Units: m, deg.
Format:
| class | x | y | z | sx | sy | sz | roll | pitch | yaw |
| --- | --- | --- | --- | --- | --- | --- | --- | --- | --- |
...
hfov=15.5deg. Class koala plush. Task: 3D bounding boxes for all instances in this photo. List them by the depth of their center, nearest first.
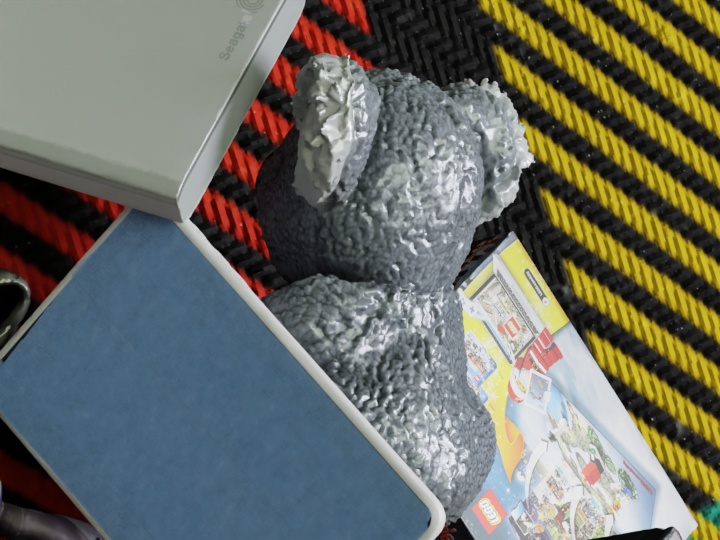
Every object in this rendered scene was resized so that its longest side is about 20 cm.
| class | x | y | z | sx | sy | sz | roll | pitch | yaw |
| --- | --- | --- | --- | --- | --- | --- | --- | --- | --- |
| koala plush | 0.000 | 0.000 | 1.211 | 0.177 | 0.183 | 0.201 | 10 | 100 | -51 |

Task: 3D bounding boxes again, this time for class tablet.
| class | x | y | z | sx | sy | sz | roll | pitch | yaw |
| --- | --- | --- | --- | --- | --- | --- | --- | --- | --- |
| tablet | -0.067 | 0.077 | 1.148 | 0.200 | 0.130 | 0.014 | 47 | 18 | 14 |

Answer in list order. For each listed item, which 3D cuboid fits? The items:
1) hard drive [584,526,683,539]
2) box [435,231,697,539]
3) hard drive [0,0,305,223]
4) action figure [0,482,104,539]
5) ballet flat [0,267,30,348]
| class | x | y | z | sx | sy | sz | roll | pitch | yaw |
| --- | --- | --- | --- | --- | --- | --- | --- | --- | --- |
| hard drive | 0.111 | 0.200 | 1.294 | 0.038 | 0.200 | 0.140 | -42 | 105 | -39 |
| box | 0.084 | 0.100 | 1.400 | 0.137 | 0.038 | 0.201 | -43 | 107 | -37 |
| hard drive | -0.142 | -0.103 | 1.186 | 0.026 | 0.199 | 0.132 | 80 | 32 | -55 |
| action figure | -0.130 | 0.138 | 1.205 | 0.199 | 0.069 | 0.131 | 25 | 58 | -36 |
| ballet flat | -0.228 | 0.047 | 1.150 | 0.200 | 0.057 | 0.067 | -38 | 102 | -38 |
